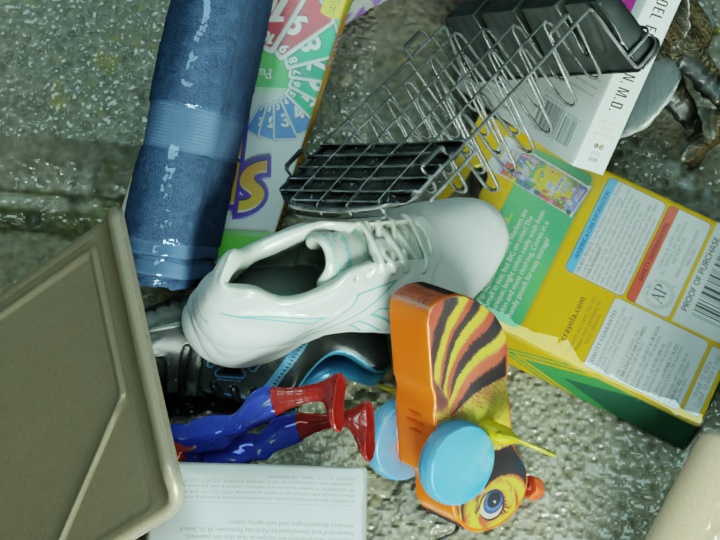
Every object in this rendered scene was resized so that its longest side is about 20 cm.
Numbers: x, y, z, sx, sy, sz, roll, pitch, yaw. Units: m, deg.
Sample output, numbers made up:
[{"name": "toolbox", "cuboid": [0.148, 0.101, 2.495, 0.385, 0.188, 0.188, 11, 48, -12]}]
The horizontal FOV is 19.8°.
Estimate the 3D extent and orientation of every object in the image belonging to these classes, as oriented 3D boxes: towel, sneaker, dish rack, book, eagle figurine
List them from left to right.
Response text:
[{"name": "towel", "cuboid": [-0.095, -0.089, 1.175, 0.048, 0.112, 0.201, 13, 91, 6]}, {"name": "sneaker", "cuboid": [-0.077, 0.055, 1.199, 0.199, 0.073, 0.082, -21, 72, -10]}, {"name": "sneaker", "cuboid": [0.000, 0.000, 1.162, 0.199, 0.080, 0.071, -18, 71, -20]}, {"name": "dish rack", "cuboid": [0.053, -0.085, 1.148, 0.200, 0.153, 0.055, -46, 115, -25]}, {"name": "book", "cuboid": [0.139, -0.175, 1.227, 0.048, 0.134, 0.201, 14, 107, -35]}, {"name": "eagle figurine", "cuboid": [0.185, -0.167, 1.279, 0.151, 0.151, 0.201, -26, 82, -2]}]

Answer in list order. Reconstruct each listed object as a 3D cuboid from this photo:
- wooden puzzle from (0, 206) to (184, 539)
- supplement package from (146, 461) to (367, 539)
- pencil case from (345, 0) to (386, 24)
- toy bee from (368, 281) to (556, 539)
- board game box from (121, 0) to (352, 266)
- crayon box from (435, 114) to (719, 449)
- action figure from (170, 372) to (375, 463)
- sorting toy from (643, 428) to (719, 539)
[{"name": "wooden puzzle", "cuboid": [-0.174, 0.089, 1.130, 0.200, 0.037, 0.186, -36, 53, 28]}, {"name": "supplement package", "cuboid": [-0.058, 0.216, 1.110, 0.119, 0.121, 0.201, 1, 67, -2]}, {"name": "pencil case", "cuboid": [0.029, -0.215, 1.306, 0.199, 0.084, 0.085, -32, 40, -13]}, {"name": "toy bee", "cuboid": [0.055, 0.102, 1.177, 0.108, 0.201, 0.131, -6, 36, -38]}, {"name": "board game box", "cuboid": [-0.079, -0.087, 1.243, 0.095, 0.030, 0.201, 17, 94, 6]}, {"name": "crayon box", "cuboid": [0.134, 0.005, 1.242, 0.199, 0.052, 0.126, 26, 69, 7]}, {"name": "action figure", "cuboid": [-0.093, 0.101, 1.161, 0.199, 0.065, 0.052, -10, 63, 24]}, {"name": "sorting toy", "cuboid": [0.240, 0.204, 1.129, 0.199, 0.036, 0.186, 28, 112, 10]}]
